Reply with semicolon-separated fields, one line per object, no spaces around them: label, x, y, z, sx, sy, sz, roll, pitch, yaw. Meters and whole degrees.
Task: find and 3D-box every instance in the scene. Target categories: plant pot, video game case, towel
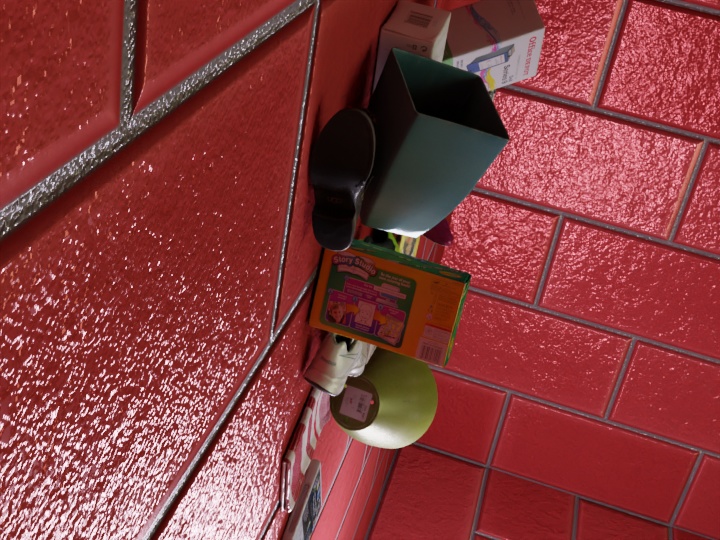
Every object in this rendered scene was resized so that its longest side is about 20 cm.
plant pot;0.071;-0.153;1.257;0.201;0.139;0.143;-59;-148;36
plant pot;0.023;0.225;1.681;0.200;0.184;0.191;13;92;-70
video game case;-0.107;0.454;1.685;0.202;0.023;0.184;92;16;-55
towel;-0.082;0.258;1.496;0.146;0.022;0.202;96;13;-46

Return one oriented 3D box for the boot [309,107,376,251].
boot;-0.012;-0.141;1.135;0.176;0.068;0.202;-74;178;-48

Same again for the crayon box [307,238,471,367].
crayon box;0.038;0.038;1.278;0.058;0.196;0.121;-42;147;-72

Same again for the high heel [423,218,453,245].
high heel;0.120;-0.130;1.701;0.201;0.066;0.097;53;-51;42

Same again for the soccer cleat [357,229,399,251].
soccer cleat;0.000;0.000;1.466;0.200;0.066;0.082;-52;126;-48

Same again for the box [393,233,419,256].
box;0.058;-0.033;1.685;0.049;0.075;0.204;-4;113;-41

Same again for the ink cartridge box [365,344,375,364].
ink cartridge box;0.012;0.064;1.610;0.200;0.066;0.118;-51;156;-71

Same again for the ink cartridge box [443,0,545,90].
ink cartridge box;0.183;-0.350;1.519;0.146;0.196;0.089;80;-9;-71

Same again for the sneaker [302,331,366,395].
sneaker;-0.020;0.113;1.418;0.088;0.073;0.200;-65;177;18

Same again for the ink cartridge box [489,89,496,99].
ink cartridge box;0.158;-0.303;1.658;0.084;0.143;0.204;-16;121;-80

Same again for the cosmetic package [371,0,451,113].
cosmetic package;0.064;-0.257;1.342;0.113;0.080;0.203;-63;167;-52
